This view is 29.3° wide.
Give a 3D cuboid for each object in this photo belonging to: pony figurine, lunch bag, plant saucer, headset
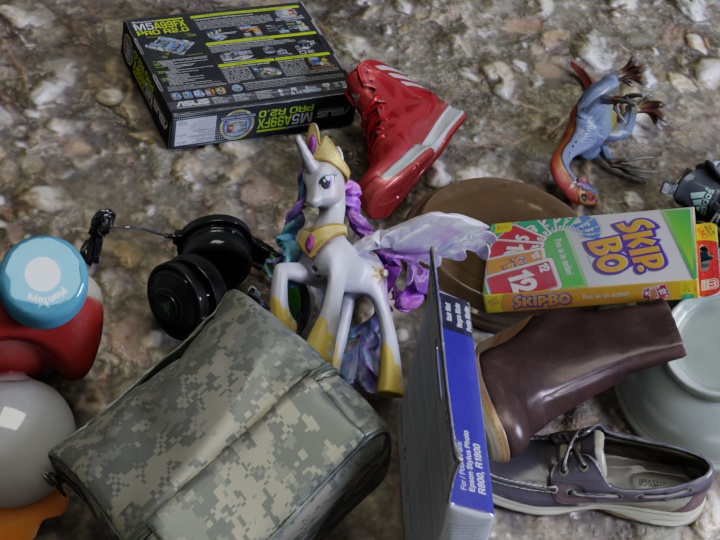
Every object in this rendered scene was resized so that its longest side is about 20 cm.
[{"bbox_3d":[0.000,0.000,1.122,0.193,0.166,0.202,28,59,-48],"label":"pony figurine"},{"bbox_3d":[-0.095,0.126,0.943,0.200,0.140,0.168,-41,74,-16],"label":"lunch bag"},{"bbox_3d":[0.305,0.067,1.140,0.198,0.050,0.202,-10,57,15],"label":"plant saucer"},{"bbox_3d":[-0.140,0.011,1.158,0.199,0.094,0.124,31,40,-3],"label":"headset"},{"bbox_3d":[0.135,-0.020,1.272,0.198,0.030,0.201,8,44,-7],"label":"plant saucer"}]

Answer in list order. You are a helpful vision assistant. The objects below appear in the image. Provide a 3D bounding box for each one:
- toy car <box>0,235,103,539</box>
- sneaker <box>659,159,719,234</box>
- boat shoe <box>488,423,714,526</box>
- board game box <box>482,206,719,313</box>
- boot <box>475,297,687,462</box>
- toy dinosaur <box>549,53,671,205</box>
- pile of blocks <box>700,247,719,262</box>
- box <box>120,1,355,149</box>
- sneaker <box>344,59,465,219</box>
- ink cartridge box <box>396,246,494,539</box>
[{"bbox_3d":[-0.271,0.097,0.983,0.175,0.184,0.202,-1,73,-14],"label":"toy car"},{"bbox_3d":[0.344,-0.050,1.275,0.139,0.078,0.200,23,14,-9],"label":"sneaker"},{"bbox_3d":[0.179,0.152,1.076,0.198,0.065,0.072,10,46,-2],"label":"boat shoe"},{"bbox_3d":[0.207,-0.010,1.187,0.198,0.030,0.096,-3,42,13],"label":"board game box"},{"bbox_3d":[0.169,0.074,1.068,0.165,0.073,0.200,-14,16,11],"label":"boot"},{"bbox_3d":[0.239,-0.135,1.409,0.181,0.106,0.199,-35,22,-24],"label":"toy dinosaur"},{"bbox_3d":[0.353,0.026,1.239,0.062,0.082,0.200,-12,50,-32],"label":"pile of blocks"},{"bbox_3d":[-0.122,-0.199,1.381,0.199,0.044,0.161,-11,48,-24],"label":"box"},{"bbox_3d":[0.014,-0.128,1.304,0.115,0.079,0.200,37,33,5],"label":"sneaker"},{"bbox_3d":[0.062,0.121,0.982,0.040,0.201,0.201,3,45,-6],"label":"ink cartridge box"}]
